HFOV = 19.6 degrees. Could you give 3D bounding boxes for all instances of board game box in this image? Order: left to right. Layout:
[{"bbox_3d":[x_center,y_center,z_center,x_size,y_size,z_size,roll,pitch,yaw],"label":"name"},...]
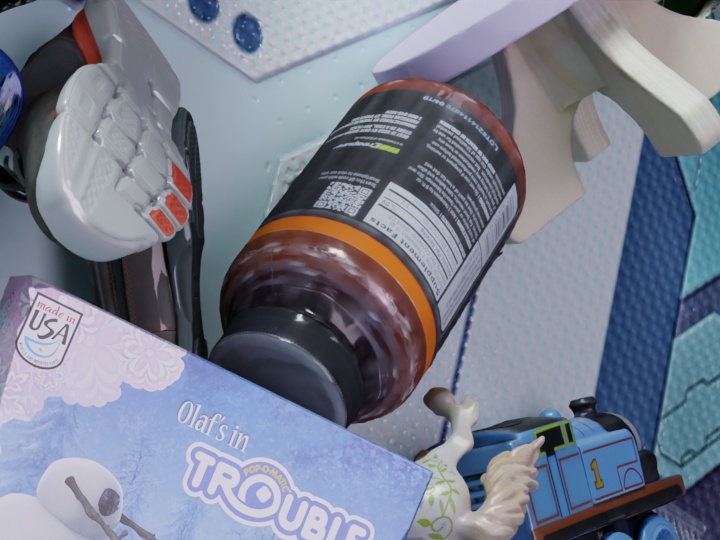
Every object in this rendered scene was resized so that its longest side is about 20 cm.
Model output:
[{"bbox_3d":[-0.095,0.134,0.867,0.199,0.043,0.200,27,78,-19],"label":"board game box"}]

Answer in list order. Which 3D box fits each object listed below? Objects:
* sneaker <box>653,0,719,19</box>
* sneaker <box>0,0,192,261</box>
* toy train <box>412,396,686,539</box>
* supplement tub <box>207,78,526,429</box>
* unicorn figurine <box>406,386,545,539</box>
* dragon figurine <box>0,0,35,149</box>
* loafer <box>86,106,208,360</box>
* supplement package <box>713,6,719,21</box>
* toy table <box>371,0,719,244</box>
[{"bbox_3d":[0.207,-0.178,1.243,0.200,0.088,0.077,-45,120,-20],"label":"sneaker"},{"bbox_3d":[-0.122,-0.046,0.872,0.077,0.082,0.200,56,13,-21],"label":"sneaker"},{"bbox_3d":[0.104,0.131,1.100,0.199,0.086,0.115,-8,86,-56],"label":"toy train"},{"bbox_3d":[0.000,0.000,1.001,0.107,0.106,0.200,58,41,-21],"label":"supplement tub"},{"bbox_3d":[-0.015,0.118,0.973,0.074,0.199,0.138,61,18,-27],"label":"unicorn figurine"},{"bbox_3d":[-0.174,-0.073,0.822,0.059,0.099,0.201,36,81,-47],"label":"dragon figurine"},{"bbox_3d":[-0.102,0.027,0.953,0.072,0.062,0.202,63,25,-82],"label":"loafer"},{"bbox_3d":[0.307,-0.166,1.349,0.117,0.116,0.202,-8,88,-43],"label":"supplement package"},{"bbox_3d":[0.117,-0.111,1.119,0.199,0.184,0.118,-33,102,-4],"label":"toy table"}]
